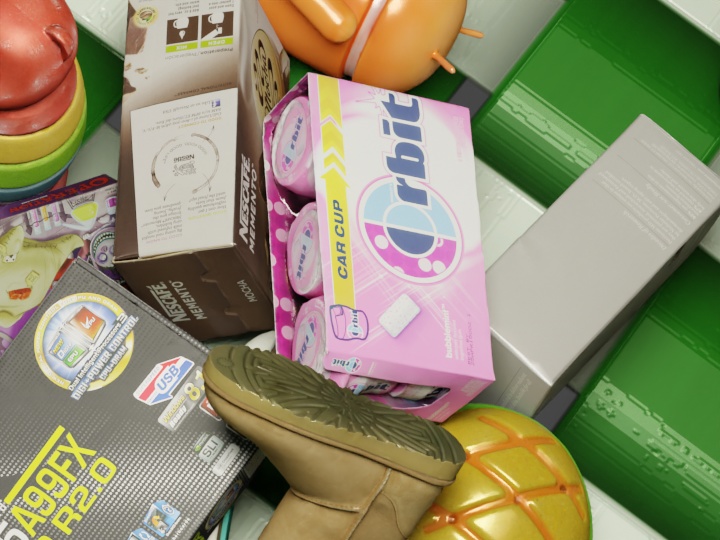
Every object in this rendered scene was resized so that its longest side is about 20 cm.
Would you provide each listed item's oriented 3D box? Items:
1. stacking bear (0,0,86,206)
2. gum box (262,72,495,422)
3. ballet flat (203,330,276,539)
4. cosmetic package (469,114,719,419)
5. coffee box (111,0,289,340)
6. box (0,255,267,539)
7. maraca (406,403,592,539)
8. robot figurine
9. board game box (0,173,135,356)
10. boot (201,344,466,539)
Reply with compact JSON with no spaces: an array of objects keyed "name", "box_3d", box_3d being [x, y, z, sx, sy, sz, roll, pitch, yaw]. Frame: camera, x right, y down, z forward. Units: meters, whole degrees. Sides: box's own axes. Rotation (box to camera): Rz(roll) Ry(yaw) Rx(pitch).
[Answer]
[{"name":"stacking bear","box_3d":[-0.218,-0.106,1.692,0.121,0.200,0.114,44,63,9]},{"name":"gum box","box_3d":[0.010,-0.009,1.678,0.113,0.066,0.201,11,59,-27]},{"name":"ballet flat","box_3d":[-0.098,0.120,1.698,0.069,0.069,0.201,18,66,-5]},{"name":"cosmetic package","box_3d":[0.137,0.006,1.785,0.090,0.107,0.200,39,64,7]},{"name":"coffee box","box_3d":[-0.096,-0.070,1.739,0.080,0.113,0.201,-7,60,13]},{"name":"box","box_3d":[-0.161,0.118,1.646,0.160,0.044,0.200,35,80,12]},{"name":"maraca","box_3d":[0.073,0.174,1.688,0.137,0.107,0.201,17,63,-8]},{"name":"robot figurine","box_3d":[-0.016,-0.188,1.827,0.200,0.144,0.117,29,73,4]},{"name":"board game box","box_3d":[-0.227,0.028,1.689,0.199,0.032,0.120,-20,114,-22]},{"name":"boot","box_3d":[-0.053,0.159,1.602,0.175,0.200,0.066,25,19,-18]}]
